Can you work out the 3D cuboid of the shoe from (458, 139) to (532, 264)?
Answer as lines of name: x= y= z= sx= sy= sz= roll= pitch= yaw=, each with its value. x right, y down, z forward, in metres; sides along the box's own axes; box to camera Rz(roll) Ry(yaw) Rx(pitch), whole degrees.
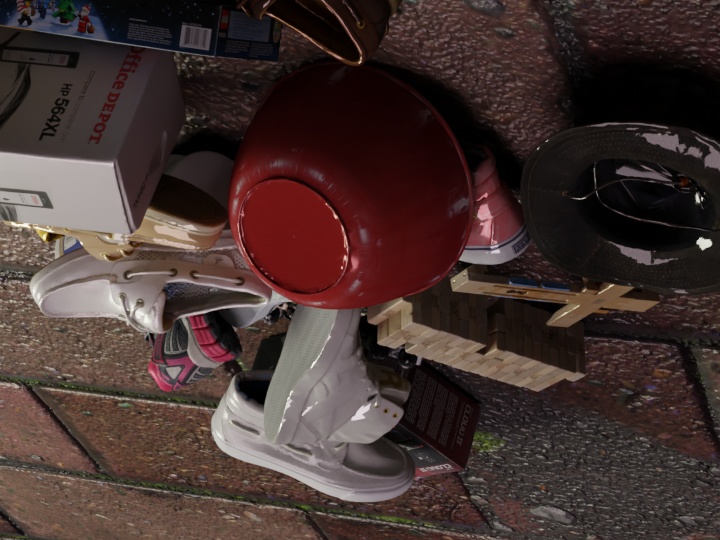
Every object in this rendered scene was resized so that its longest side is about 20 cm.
shoe: x=0.041 y=-0.059 z=1.672 sx=0.200 sy=0.072 sz=0.091 roll=4 pitch=133 yaw=41

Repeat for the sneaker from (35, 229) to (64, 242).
sneaker: x=-0.264 y=-0.073 z=1.739 sx=0.200 sy=0.090 sz=0.070 roll=22 pitch=-176 yaw=35

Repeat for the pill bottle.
pill bottle: x=-0.173 y=-0.034 z=1.792 sx=0.111 sy=0.111 sz=0.200 roll=30 pitch=151 yaw=-22

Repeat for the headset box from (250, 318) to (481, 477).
headset box: x=0.008 y=0.136 z=2.040 sx=0.200 sy=0.075 sz=0.148 roll=37 pitch=148 yaw=-32

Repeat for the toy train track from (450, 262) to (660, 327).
toy train track: x=0.159 y=0.007 z=1.706 sx=0.200 sy=0.033 sz=0.115 roll=6 pitch=154 yaw=-33

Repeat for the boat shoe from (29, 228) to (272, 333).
boat shoe: x=-0.168 y=0.016 z=1.681 sx=0.199 sy=0.069 sz=0.071 roll=-11 pitch=150 yaw=5

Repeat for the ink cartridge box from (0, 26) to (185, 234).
ink cartridge box: x=-0.250 y=-0.114 z=1.595 sx=0.199 sy=0.146 sz=0.084 roll=6 pitch=139 yaw=12

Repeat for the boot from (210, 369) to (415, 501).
boot: x=-0.036 y=0.151 z=1.938 sx=0.200 sy=0.074 sz=0.096 roll=15 pitch=144 yaw=-8

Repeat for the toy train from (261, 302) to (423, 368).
toy train: x=-0.032 y=0.039 z=1.918 sx=0.200 sy=0.034 sz=0.046 roll=18 pitch=111 yaw=-2

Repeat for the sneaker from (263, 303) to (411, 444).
sneaker: x=-0.006 y=0.080 z=1.829 sx=0.115 sy=0.074 sz=0.200 roll=4 pitch=139 yaw=-19

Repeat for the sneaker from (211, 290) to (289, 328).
sneaker: x=-0.066 y=-0.012 z=1.771 sx=0.073 sy=0.071 sz=0.200 roll=50 pitch=150 yaw=-7

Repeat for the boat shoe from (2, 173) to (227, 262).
boat shoe: x=-0.196 y=-0.043 z=1.641 sx=0.200 sy=0.074 sz=0.069 roll=17 pitch=113 yaw=21

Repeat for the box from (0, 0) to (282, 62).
box: x=-0.171 y=-0.184 z=1.514 sx=0.200 sy=0.038 sz=0.137 roll=10 pitch=-173 yaw=15

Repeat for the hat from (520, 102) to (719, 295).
hat: x=0.210 y=-0.069 z=1.532 sx=0.200 sy=0.081 sz=0.201 roll=10 pitch=145 yaw=7

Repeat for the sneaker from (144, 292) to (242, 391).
sneaker: x=-0.158 y=0.048 z=1.889 sx=0.081 sy=0.075 sz=0.200 roll=53 pitch=-175 yaw=-12

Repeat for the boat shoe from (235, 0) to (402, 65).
boat shoe: x=-0.062 y=-0.210 z=1.440 sx=0.200 sy=0.068 sz=0.072 roll=29 pitch=151 yaw=-20

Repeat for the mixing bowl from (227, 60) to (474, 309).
mixing bowl: x=-0.026 y=-0.047 z=1.584 sx=0.200 sy=0.108 sz=0.201 roll=15 pitch=122 yaw=25

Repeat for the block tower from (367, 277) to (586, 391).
block tower: x=0.100 y=0.052 z=1.794 sx=0.200 sy=0.054 sz=0.058 roll=17 pitch=150 yaw=-30
